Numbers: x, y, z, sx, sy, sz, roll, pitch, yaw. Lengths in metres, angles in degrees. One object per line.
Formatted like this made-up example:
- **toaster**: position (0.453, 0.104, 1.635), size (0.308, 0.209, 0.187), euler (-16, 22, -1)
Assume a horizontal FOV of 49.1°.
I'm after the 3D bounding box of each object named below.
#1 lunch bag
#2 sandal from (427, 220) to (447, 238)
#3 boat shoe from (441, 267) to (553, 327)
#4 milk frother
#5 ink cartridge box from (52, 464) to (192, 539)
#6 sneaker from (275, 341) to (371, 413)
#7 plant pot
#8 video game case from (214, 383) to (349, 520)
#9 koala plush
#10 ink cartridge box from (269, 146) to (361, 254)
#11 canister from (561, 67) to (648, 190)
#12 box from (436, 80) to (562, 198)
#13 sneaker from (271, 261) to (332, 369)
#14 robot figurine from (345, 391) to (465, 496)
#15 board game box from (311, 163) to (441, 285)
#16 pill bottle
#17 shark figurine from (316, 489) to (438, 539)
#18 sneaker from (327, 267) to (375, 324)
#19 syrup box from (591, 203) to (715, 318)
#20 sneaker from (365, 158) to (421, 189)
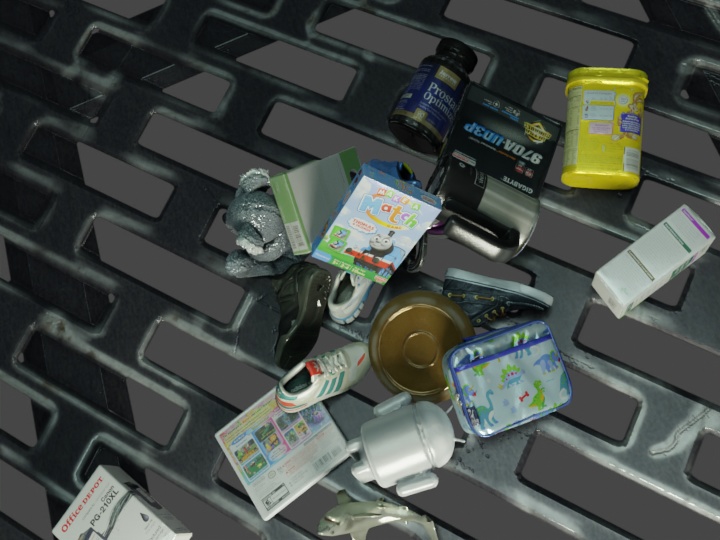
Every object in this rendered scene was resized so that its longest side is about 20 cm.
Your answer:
- **lunch bag**: position (0.243, 0.177, 1.324), size (0.196, 0.082, 0.164), euler (-16, 83, -10)
- **sandal**: position (0.121, -0.105, 1.478), size (0.198, 0.050, 0.084), euler (-1, 76, 9)
- **boat shoe**: position (0.237, 0.063, 1.401), size (0.196, 0.071, 0.093), euler (13, 84, 18)
- **milk frother**: position (0.187, -0.070, 1.409), size (0.185, 0.200, 0.183), euler (25, 55, -9)
- **ink cartridge box**: position (-0.423, 0.465, 1.400), size (0.198, 0.084, 0.146), euler (34, 82, 18)
- **sneaker**: position (-0.062, 0.181, 1.393), size (0.197, 0.094, 0.071), euler (-26, 68, -12)
- **plant pot**: position (0.107, 0.138, 1.386), size (0.195, 0.027, 0.205), euler (1, 93, 13)
- **video game case**: position (-0.139, 0.311, 1.422), size (0.199, 0.024, 0.183), euler (-37, 70, 0)
- **koala plush**: position (-0.180, -0.090, 1.454), size (0.179, 0.200, 0.181), euler (3, 74, 12)
- **ink cartridge box**: position (-0.065, -0.132, 1.455), size (0.047, 0.199, 0.148), euler (-9, 104, 43)
- **canister**: position (0.443, -0.257, 1.441), size (0.145, 0.087, 0.205), euler (5, 76, 13)
- **box**: position (0.257, -0.233, 1.454), size (0.197, 0.046, 0.162), euler (24, 78, -7)
- **sneaker**: position (-0.125, 0.076, 1.466), size (0.114, 0.075, 0.203), euler (29, 106, 50)
- **robot figurine**: position (0.075, 0.292, 1.336), size (0.196, 0.113, 0.172), euler (-21, 63, 5)
- **board game box**: position (0.024, -0.073, 1.342), size (0.149, 0.201, 0.037), euler (21, 40, -18)
- **pill bottle**: position (0.143, -0.336, 1.510), size (0.110, 0.112, 0.203), euler (26, 81, 17)
- **shark figurine**: position (0.028, 0.436, 1.338), size (0.209, 0.128, 0.092), euler (3, 99, -6)
- **sneaker**: position (0.000, 0.000, 1.453), size (0.074, 0.087, 0.203), euler (23, 78, 18)
- **syrup box**: position (0.503, -0.015, 1.360), size (0.198, 0.079, 0.082), euler (-36, 70, -1)
- **sneaker**: position (0.066, -0.174, 1.456), size (0.080, 0.065, 0.201), euler (-68, 28, 23)
